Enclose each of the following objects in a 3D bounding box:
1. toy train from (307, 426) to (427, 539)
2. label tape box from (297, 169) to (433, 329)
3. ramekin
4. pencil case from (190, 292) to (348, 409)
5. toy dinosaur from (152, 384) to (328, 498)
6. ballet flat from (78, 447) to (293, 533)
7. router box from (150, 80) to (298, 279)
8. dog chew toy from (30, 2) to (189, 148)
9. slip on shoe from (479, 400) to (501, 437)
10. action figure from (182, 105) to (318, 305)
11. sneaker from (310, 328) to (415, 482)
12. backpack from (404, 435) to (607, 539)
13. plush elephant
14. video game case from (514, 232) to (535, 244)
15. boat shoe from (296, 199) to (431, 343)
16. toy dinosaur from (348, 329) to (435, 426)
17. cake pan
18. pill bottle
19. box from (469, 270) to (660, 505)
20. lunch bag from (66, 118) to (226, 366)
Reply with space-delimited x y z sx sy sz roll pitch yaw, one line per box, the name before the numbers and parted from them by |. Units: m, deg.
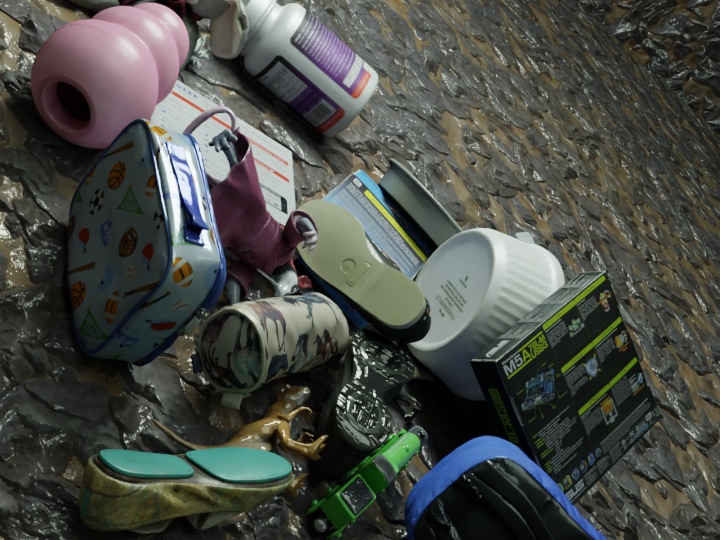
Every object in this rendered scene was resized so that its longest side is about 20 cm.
toy train | 0.013 0.200 1.060 0.042 0.056 0.200 52 29 5
label tape box | 0.001 -0.032 1.309 0.143 0.066 0.200 48 24 -3
ramekin | 0.135 0.042 1.264 0.094 0.202 0.203 31 34 -27
pencil case | -0.080 0.070 1.039 0.077 0.090 0.200 19 10 21
toy dinosaur | -0.095 0.158 0.979 0.106 0.061 0.200 27 18 21
ballet flat | -0.140 0.178 0.868 0.199 0.071 0.071 11 47 -48
router box | -0.160 -0.107 1.185 0.199 0.049 0.180 31 34 -31
dog chew toy | -0.241 -0.208 1.095 0.125 0.124 0.200 45 39 -9
slip on shoe | 0.172 0.149 1.319 0.061 0.076 0.201 38 27 -33
action figure | -0.119 -0.038 1.087 0.200 0.134 0.149 52 6 -45
sneaker | -0.006 0.131 1.078 0.076 0.091 0.200 36 30 -2
backpack | 0.136 0.267 1.057 0.200 0.163 0.168 45 0 -8
plush elephant | -0.210 -0.308 1.240 0.199 0.155 0.165 4 52 -52
video game case | 0.216 0.084 1.340 0.023 0.201 0.183 -5 34 -8
boat shoe | -0.002 0.002 1.152 0.201 0.074 0.063 44 -10 29
toy dinosaur | 0.036 0.118 1.203 0.200 0.047 0.088 29 28 -39
cake pan | 0.092 -0.060 1.413 0.200 0.037 0.200 48 0 0
pill bottle | -0.083 -0.280 1.431 0.200 0.111 0.112 39 31 -20
box | 0.227 0.130 1.172 0.200 0.047 0.194 -35 105 -33
lunch bag | -0.186 -0.024 0.939 0.075 0.160 0.201 19 40 -42
